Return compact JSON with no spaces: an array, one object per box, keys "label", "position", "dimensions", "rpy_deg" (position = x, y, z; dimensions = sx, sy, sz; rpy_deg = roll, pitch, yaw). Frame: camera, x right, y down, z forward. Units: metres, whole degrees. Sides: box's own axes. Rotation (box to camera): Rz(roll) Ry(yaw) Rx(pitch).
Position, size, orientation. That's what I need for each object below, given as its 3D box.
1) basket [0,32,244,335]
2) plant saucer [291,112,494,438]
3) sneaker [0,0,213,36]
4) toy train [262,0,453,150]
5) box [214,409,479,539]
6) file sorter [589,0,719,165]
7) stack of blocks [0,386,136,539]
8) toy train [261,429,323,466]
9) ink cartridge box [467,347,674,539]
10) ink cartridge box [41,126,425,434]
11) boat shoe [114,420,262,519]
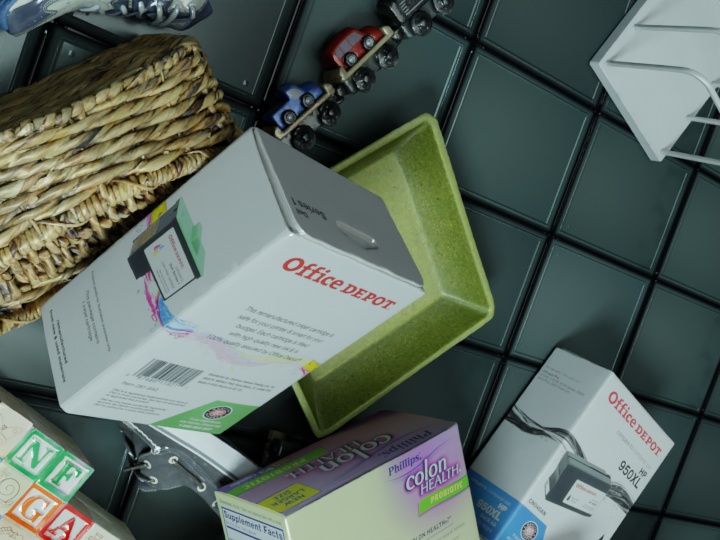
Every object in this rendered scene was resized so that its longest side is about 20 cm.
[{"label":"basket","position":[-0.168,-0.044,0.580],"dimensions":[0.199,0.142,0.150],"rpy_deg":[-30,117,-22]},{"label":"plant saucer","position":[0.000,0.000,0.756],"dimensions":[0.199,0.048,0.201],"rpy_deg":[-32,119,-21]},{"label":"sneaker","position":[-0.137,-0.190,0.601],"dimensions":[0.199,0.077,0.086],"rpy_deg":[-33,123,-20]},{"label":"toy train","position":[-0.004,-0.163,0.708],"dimensions":[0.200,0.034,0.046],"rpy_deg":[-46,114,-14]},{"label":"box","position":[0.002,0.237,0.719],"dimensions":[0.175,0.096,0.202],"rpy_deg":[-19,103,-38]},{"label":"file sorter","position":[0.346,-0.215,0.867],"dimensions":[0.200,0.124,0.139],"rpy_deg":[-52,124,-10]},{"label":"stack of blocks","position":[-0.243,0.165,0.643],"dimensions":[0.115,0.058,0.200],"rpy_deg":[-49,123,-12]},{"label":"toy train","position":[-0.008,0.173,0.803],"dimensions":[0.199,0.046,0.034],"rpy_deg":[25,75,-36]},{"label":"ink cartridge box","position":[0.199,0.201,0.916],"dimensions":[0.145,0.084,0.200],"rpy_deg":[44,79,-33]},{"label":"ink cartridge box","position":[-0.081,0.018,0.597],"dimensions":[0.200,0.084,0.144],"rpy_deg":[-36,149,22]},{"label":"boat shoe","position":[-0.143,0.140,0.700],"dimensions":[0.066,0.070,0.200],"rpy_deg":[-52,131,-11]}]
